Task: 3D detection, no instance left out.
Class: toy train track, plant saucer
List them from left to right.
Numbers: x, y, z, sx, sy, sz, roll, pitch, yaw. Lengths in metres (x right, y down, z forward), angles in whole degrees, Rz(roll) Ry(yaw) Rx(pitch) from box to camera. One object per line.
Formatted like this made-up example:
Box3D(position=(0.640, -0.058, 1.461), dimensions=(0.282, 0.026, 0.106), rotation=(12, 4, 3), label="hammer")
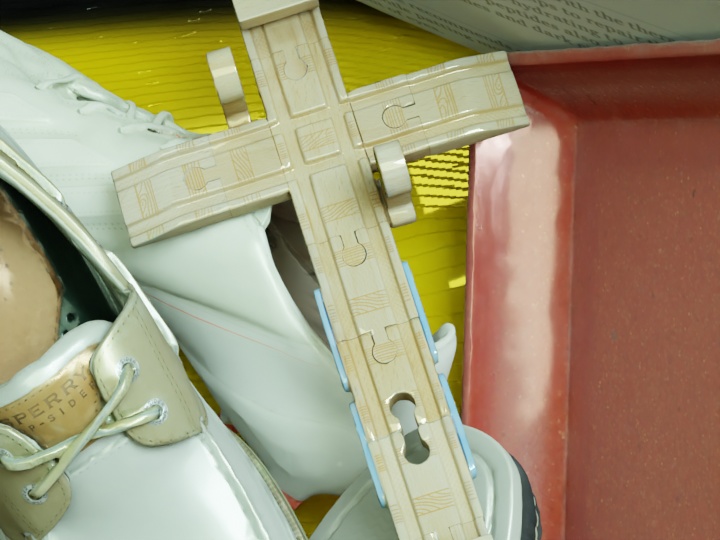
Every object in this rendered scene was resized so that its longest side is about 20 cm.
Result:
Box3D(position=(0.000, 0.000, 0.755), dimensions=(0.114, 0.033, 0.201), rotation=(-17, 70, -1), label="toy train track")
Box3D(position=(0.089, 0.042, 0.735), dimensions=(0.036, 0.199, 0.202), rotation=(0, 92, -28), label="plant saucer")

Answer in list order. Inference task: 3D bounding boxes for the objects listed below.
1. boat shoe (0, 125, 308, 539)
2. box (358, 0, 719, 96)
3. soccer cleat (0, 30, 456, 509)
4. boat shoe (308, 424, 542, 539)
Box3D(position=(-0.079, 0.038, 0.753), dimensions=(0.075, 0.068, 0.200), rotation=(-37, 79, -3), label="boat shoe")
Box3D(position=(0.084, -0.161, 0.766), dimensions=(0.198, 0.171, 0.201), rotation=(24, 81, 21), label="box")
Box3D(position=(-0.054, -0.018, 0.820), dimensions=(0.200, 0.069, 0.078), rotation=(41, 129, 10), label="soccer cleat")
Box3D(position=(0.008, 0.141, 0.778), dimensions=(0.074, 0.060, 0.201), rotation=(15, 86, 44), label="boat shoe")
